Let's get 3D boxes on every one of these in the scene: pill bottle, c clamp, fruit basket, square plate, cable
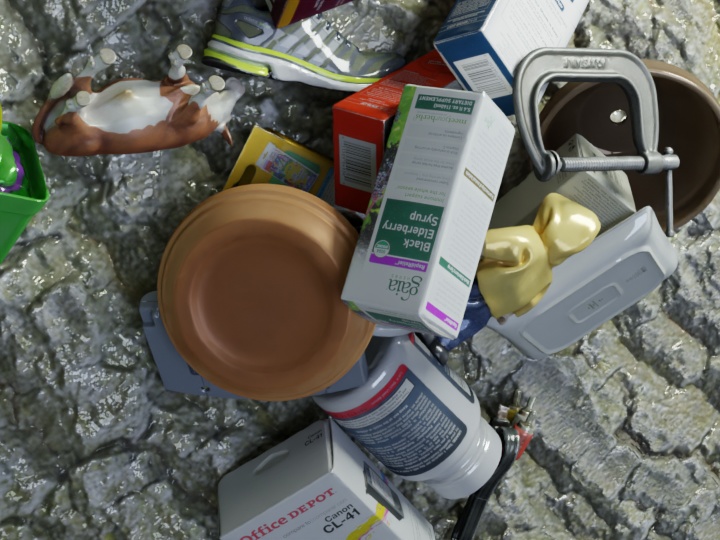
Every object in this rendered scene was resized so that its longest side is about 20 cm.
[{"bbox_3d":[0.051,0.142,1.451,0.120,0.120,0.200,-46,120,-3],"label":"pill bottle"},{"bbox_3d":[0.219,-0.121,1.306,0.199,0.027,0.172,3,87,-32],"label":"c clamp"},{"bbox_3d":[-0.350,-0.108,1.150,0.214,0.156,0.217,-11,127,-15],"label":"fruit basket"},{"bbox_3d":[0.231,0.024,1.454,0.198,0.029,0.200,-34,157,10],"label":"square plate"},{"bbox_3d":[0.147,0.230,1.543,0.050,0.097,0.201,13,102,-8],"label":"cable"}]

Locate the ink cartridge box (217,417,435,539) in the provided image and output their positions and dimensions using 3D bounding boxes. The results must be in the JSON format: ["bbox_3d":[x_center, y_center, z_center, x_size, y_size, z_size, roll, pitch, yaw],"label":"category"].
[{"bbox_3d":[-0.031,0.266,1.455,0.147,0.086,0.200,-32,123,15],"label":"ink cartridge box"}]

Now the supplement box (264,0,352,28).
[{"bbox_3d":[-0.001,-0.306,1.256,0.199,0.086,0.111,-23,84,-17],"label":"supplement box"}]

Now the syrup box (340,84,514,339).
[{"bbox_3d":[0.059,-0.049,1.222,0.081,0.078,0.201,36,68,-57],"label":"syrup box"}]

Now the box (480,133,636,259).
[{"bbox_3d":[0.172,-0.037,1.419,0.082,0.069,0.200,37,119,-24],"label":"box"}]

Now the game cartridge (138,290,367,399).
[{"bbox_3d":[-0.096,0.069,1.338,0.199,0.042,0.133,-2,142,7],"label":"game cartridge"}]

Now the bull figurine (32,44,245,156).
[{"bbox_3d":[-0.182,-0.142,1.238,0.199,0.121,0.065,-14,70,-24],"label":"bull figurine"}]

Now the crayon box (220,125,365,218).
[{"bbox_3d":[-0.054,-0.051,1.370,0.199,0.052,0.126,24,97,-31],"label":"crayon box"}]

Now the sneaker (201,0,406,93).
[{"bbox_3d":[-0.043,-0.210,1.308,0.199,0.074,0.081,5,101,-29],"label":"sneaker"}]

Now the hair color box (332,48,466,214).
[{"bbox_3d":[0.056,-0.134,1.328,0.200,0.061,0.102,-36,135,-44],"label":"hair color box"}]

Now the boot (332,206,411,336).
[{"bbox_3d":[0.000,0.000,1.320,0.199,0.096,0.074,17,57,-28],"label":"boot"}]

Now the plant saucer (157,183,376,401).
[{"bbox_3d":[-0.084,0.025,1.253,0.199,0.037,0.201,2,109,6],"label":"plant saucer"}]

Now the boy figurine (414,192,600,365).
[{"bbox_3d":[0.130,-0.001,1.324,0.200,0.064,0.124,-39,138,0],"label":"boy figurine"}]

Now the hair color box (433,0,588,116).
[{"bbox_3d":[0.150,-0.247,1.334,0.100,0.060,0.200,51,52,-30],"label":"hair color box"}]

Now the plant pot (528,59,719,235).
[{"bbox_3d":[0.267,-0.135,1.444,0.200,0.093,0.202,1,127,1],"label":"plant pot"}]
